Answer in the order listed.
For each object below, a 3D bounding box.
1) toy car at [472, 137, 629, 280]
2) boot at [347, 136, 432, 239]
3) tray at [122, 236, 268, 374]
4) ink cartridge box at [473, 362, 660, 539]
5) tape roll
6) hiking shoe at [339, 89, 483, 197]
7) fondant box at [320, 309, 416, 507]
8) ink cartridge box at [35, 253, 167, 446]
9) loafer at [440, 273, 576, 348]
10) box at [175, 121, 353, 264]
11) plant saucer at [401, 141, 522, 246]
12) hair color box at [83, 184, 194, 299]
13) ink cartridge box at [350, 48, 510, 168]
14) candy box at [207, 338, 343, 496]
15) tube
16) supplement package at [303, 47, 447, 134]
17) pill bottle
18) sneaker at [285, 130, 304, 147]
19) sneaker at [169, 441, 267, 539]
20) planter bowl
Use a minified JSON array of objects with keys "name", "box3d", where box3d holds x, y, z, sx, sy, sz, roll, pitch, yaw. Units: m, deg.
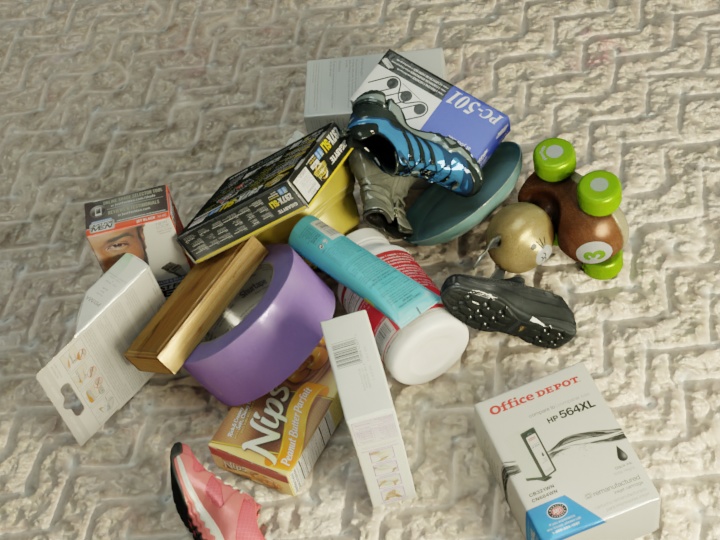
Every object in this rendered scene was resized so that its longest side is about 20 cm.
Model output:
[{"name":"toy car","box3d":[0.224,-0.036,1.647,0.200,0.164,0.158,-37,55,-16]},{"name":"boot","box3d":[0.046,-0.098,1.734,0.068,0.200,0.131,-22,70,28]},{"name":"tray","box3d":[-0.207,0.041,1.629,0.099,0.037,0.200,-2,47,56]},{"name":"ink cartridge box","box3d":[0.233,0.224,1.490,0.146,0.084,0.200,-21,52,-6]},{"name":"tape roll","box3d":[-0.134,0.066,1.620,0.200,0.085,0.200,-34,26,20]},{"name":"hiking shoe","box3d":[0.064,-0.141,1.654,0.200,0.074,0.087,31,53,-10]},{"name":"fondant box","box3d":[0.010,0.163,1.505,0.058,0.200,0.144,-16,51,0]},{"name":"ink cartridge box","box3d":[-0.322,0.101,1.640,0.050,0.161,0.200,28,62,33]},{"name":"loafer","box3d":[0.181,0.040,1.603,0.200,0.068,0.070,18,47,-29]},{"name":"box","box3d":[-0.121,-0.099,1.638,0.200,0.049,0.160,-24,22,34]},{"name":"plant saucer","box3d":[0.139,-0.098,1.737,0.200,0.027,0.200,-36,19,15]},{"name":"hair color box","box3d":[-0.279,-0.016,1.699,0.111,0.200,0.064,-14,51,0]},{"name":"ink cartridge box","box3d":[0.094,-0.210,1.746,0.200,0.044,0.094,32,78,19]},{"name":"candy box","box3d":[-0.087,0.170,1.610,0.115,0.055,0.200,17,57,24]},{"name":"tube","box3d":[0.000,0.000,1.591,0.200,0.050,0.077,34,53,27]},{"name":"supplement package","box3d":[0.027,-0.232,1.865,0.200,0.117,0.117,-4,53,8]},{"name":"pill bottle","box3d":[0.042,0.040,1.652,0.112,0.112,0.200,-28,53,-11]},{"name":"sneaker","box3d":[-0.091,-0.128,1.787,0.078,0.200,0.099,40,83,-2]},{"name":"sneaker","box3d":[-0.165,0.284,1.540,0.087,0.074,0.200,-18,54,-21]},{"name":"planter bowl","box3d":[-0.062,-0.055,1.732,0.200,0.200,0.083,-40,88,-20]}]
